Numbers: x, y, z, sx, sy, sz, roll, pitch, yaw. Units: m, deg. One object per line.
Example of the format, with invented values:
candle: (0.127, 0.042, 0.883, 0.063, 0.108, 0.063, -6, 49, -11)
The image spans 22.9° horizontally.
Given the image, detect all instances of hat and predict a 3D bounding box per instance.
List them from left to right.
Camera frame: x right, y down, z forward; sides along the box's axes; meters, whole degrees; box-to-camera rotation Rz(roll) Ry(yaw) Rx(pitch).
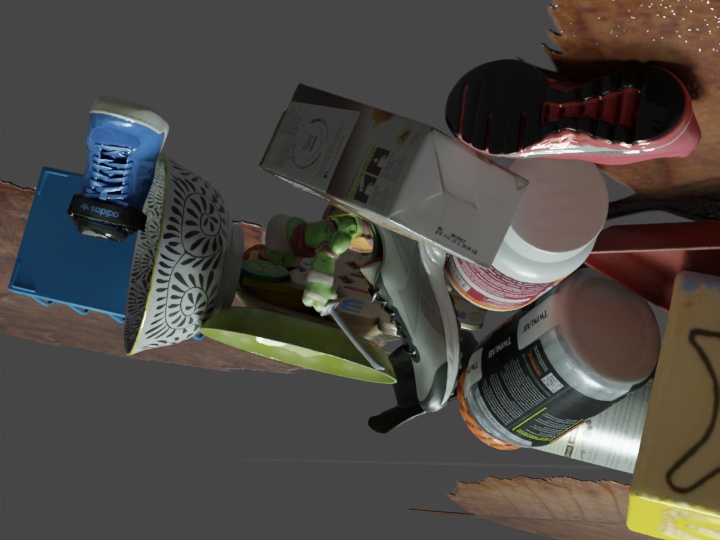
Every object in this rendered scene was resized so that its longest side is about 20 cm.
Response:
hat: (0.087, 0.117, 2.125, 0.199, 0.082, 0.201, -25, -175, 2)

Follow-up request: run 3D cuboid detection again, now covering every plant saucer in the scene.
plant saucer: (-0.057, 0.069, 1.722, 0.198, 0.031, 0.200, 14, 171, 2)
plant saucer: (0.318, 0.003, 1.547, 0.199, 0.037, 0.199, 27, 161, -37)

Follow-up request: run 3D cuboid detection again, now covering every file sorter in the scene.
file sorter: (-0.257, -0.012, 1.948, 0.198, 0.140, 0.123, 12, 168, 11)

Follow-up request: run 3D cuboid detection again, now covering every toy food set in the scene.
toy food set: (-0.041, 0.017, 1.837, 0.198, 0.049, 0.198, 13, -164, -3)

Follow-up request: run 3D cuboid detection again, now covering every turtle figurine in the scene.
turtle figurine: (0.000, 0.000, 1.675, 0.200, 0.144, 0.193, 50, 163, -24)

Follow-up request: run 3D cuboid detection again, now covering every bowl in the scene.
bowl: (-0.170, -0.009, 1.763, 0.093, 0.203, 0.201, 10, 167, -12)

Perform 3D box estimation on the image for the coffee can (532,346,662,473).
coffee can: (0.258, 0.139, 1.967, 0.198, 0.148, 0.146, 13, 166, 6)

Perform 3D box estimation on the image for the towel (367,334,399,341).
towel: (-0.017, 0.046, 2.124, 0.198, 0.035, 0.192, 20, 165, -21)

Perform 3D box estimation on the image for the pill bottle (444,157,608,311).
pill bottle: (0.138, -0.036, 1.502, 0.108, 0.111, 0.200, 16, 166, -6)

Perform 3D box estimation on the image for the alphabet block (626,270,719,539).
alphabet block: (0.343, 0.137, 1.546, 0.193, 0.202, 0.197, 12, 166, 13)

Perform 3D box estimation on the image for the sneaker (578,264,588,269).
sneaker: (0.199, 0.003, 1.719, 0.075, 0.071, 0.199, -20, 150, 32)

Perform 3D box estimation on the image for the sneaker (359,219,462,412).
sneaker: (0.042, 0.026, 1.558, 0.078, 0.202, 0.074, -11, -174, -13)

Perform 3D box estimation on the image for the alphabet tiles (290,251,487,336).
alphabet tiles: (0.034, 0.018, 1.772, 0.193, 0.015, 0.200, 13, -157, 7)

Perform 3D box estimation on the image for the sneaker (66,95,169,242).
sneaker: (-0.232, -0.087, 1.686, 0.076, 0.112, 0.200, 16, 165, -5)

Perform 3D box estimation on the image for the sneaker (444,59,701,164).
sneaker: (0.156, -0.103, 1.308, 0.198, 0.075, 0.087, 6, 166, 31)

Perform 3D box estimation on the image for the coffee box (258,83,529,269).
coffee box: (0.023, -0.077, 1.421, 0.114, 0.080, 0.199, 26, 179, -37)

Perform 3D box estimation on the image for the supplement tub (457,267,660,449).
supplement tub: (0.180, 0.090, 1.673, 0.122, 0.124, 0.200, 20, 146, -21)
